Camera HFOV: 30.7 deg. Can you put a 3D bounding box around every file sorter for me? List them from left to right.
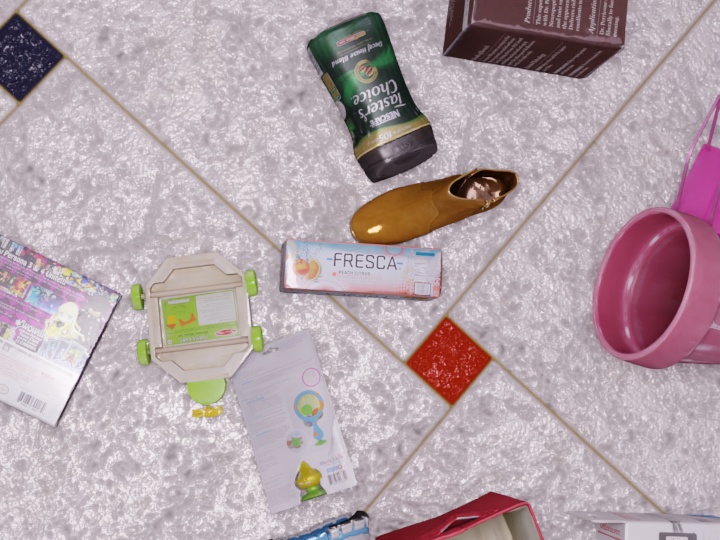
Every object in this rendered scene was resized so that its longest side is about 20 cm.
[{"bbox_3d":[0.511,-0.115,1.644,0.199,0.126,0.139,22,56,18],"label":"file sorter"}]

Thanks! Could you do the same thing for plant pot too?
[{"bbox_3d":[0.421,0.037,1.647,0.178,0.200,0.201,16,82,-22],"label":"plant pot"}]

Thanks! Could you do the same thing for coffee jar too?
[{"bbox_3d":[0.017,-0.217,1.656,0.104,0.085,0.201,-25,89,-10],"label":"coffee jar"}]

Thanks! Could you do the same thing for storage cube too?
[{"bbox_3d":[0.133,0.382,1.568,0.170,0.180,0.201,-20,89,-10],"label":"storage cube"}]

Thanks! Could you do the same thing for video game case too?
[{"bbox_3d":[-0.418,0.067,1.589,0.199,0.036,0.182,26,82,-5],"label":"video game case"}]

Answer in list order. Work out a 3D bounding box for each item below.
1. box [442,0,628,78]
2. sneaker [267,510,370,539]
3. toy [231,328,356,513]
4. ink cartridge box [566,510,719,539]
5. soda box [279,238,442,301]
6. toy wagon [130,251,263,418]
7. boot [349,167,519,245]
[{"bbox_3d":[0.224,-0.354,1.659,0.199,0.164,0.167,8,84,-7],"label":"box"},{"bbox_3d":[-0.074,0.364,1.595,0.199,0.075,0.087,-16,93,-9],"label":"sneaker"},{"bbox_3d":[-0.081,0.186,1.614,0.115,0.047,0.201,-20,73,11],"label":"toy"},{"bbox_3d":[0.367,0.341,1.638,0.199,0.116,0.067,3,85,-7],"label":"ink cartridge box"},{"bbox_3d":[0.000,0.000,1.641,0.199,0.068,0.064,4,84,-9],"label":"soda box"},{"bbox_3d":[-0.197,0.081,1.610,0.154,0.040,0.201,-7,85,1],"label":"toy wagon"},{"bbox_3d":[0.089,-0.086,1.624,0.200,0.144,0.071,-16,86,-9],"label":"boot"}]
